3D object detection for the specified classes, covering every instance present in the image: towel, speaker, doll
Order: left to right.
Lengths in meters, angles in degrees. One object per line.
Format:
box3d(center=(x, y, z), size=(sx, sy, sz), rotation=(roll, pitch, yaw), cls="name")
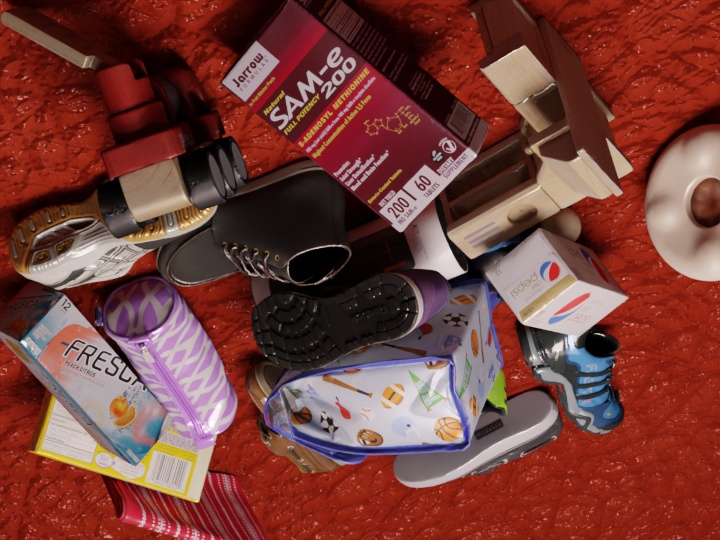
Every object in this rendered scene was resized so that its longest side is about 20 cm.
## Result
box3d(center=(-0.193, 0.245, 1.804), size=(0.200, 0.145, 0.023), rotation=(22, 109, -33), cls="towel")
box3d(center=(0.000, 0.000, 1.604), size=(0.200, 0.081, 0.081), rotation=(-21, 139, 13), cls="speaker")
box3d(center=(0.143, 0.003, 1.665), size=(0.136, 0.049, 0.200), rotation=(17, 130, -41), cls="doll")

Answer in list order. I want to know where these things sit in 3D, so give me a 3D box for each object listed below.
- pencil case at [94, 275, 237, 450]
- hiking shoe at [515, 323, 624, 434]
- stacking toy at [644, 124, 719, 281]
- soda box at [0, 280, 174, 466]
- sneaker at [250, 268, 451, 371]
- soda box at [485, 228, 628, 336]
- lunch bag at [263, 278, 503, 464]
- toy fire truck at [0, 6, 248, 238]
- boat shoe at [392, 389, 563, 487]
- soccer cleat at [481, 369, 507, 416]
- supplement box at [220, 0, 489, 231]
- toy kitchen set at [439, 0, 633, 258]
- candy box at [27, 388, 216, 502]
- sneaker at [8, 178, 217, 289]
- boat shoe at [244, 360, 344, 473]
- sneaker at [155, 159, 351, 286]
box3d(center=(-0.186, 0.090, 1.662), size=(0.084, 0.086, 0.200), rotation=(-21, 140, 5), cls="pencil case")
box3d(center=(0.247, 0.111, 1.793), size=(0.087, 0.075, 0.200), rotation=(-27, 137, 19), cls="hiking shoe")
box3d(center=(0.384, -0.062, 1.616), size=(0.200, 0.146, 0.146), rotation=(2, 142, -44), cls="stacking toy")
box3d(center=(-0.269, 0.101, 1.627), size=(0.064, 0.068, 0.200), rotation=(-50, 129, -18), cls="soda box")
box3d(center=(-0.006, 0.042, 1.541), size=(0.200, 0.076, 0.088), rotation=(-11, -175, 36), cls="sneaker")
box3d(center=(0.190, 0.014, 1.590), size=(0.068, 0.064, 0.200), rotation=(-40, 161, 14), cls="soda box")
box3d(center=(0.021, 0.100, 1.607), size=(0.200, 0.170, 0.124), rotation=(-5, 112, 18), cls="lunch bag")
box3d(center=(-0.192, -0.137, 1.374), size=(0.128, 0.176, 0.200), rotation=(-18, 97, 8), cls="toy fire truck")
box3d(center=(0.136, 0.199, 1.883), size=(0.200, 0.070, 0.066), rotation=(-28, 136, 8), cls="boat shoe")
box3d(center=(0.059, 0.152, 1.752), size=(0.200, 0.081, 0.068), rotation=(-23, 138, 14), cls="soccer cleat")
box3d(center=(-0.004, -0.139, 1.395), size=(0.200, 0.061, 0.109), rotation=(39, 124, -8), cls="supplement box")
box3d(center=(0.123, -0.097, 1.457), size=(0.180, 0.163, 0.200), rotation=(-29, 136, 20), cls="toy kitchen set")
box3d(center=(-0.240, 0.166, 1.731), size=(0.200, 0.102, 0.026), rotation=(24, 162, -34), cls="candy box")
box3d(center=(-0.218, -0.038, 1.532), size=(0.200, 0.076, 0.088), rotation=(-16, 155, 11), cls="sneaker")
box3d(center=(-0.077, 0.168, 1.787), size=(0.068, 0.072, 0.200), rotation=(-26, 137, 15), cls="boat shoe")
box3d(center=(-0.103, -0.018, 1.539), size=(0.200, 0.106, 0.075), rotation=(-28, 137, 19), cls="sneaker")
